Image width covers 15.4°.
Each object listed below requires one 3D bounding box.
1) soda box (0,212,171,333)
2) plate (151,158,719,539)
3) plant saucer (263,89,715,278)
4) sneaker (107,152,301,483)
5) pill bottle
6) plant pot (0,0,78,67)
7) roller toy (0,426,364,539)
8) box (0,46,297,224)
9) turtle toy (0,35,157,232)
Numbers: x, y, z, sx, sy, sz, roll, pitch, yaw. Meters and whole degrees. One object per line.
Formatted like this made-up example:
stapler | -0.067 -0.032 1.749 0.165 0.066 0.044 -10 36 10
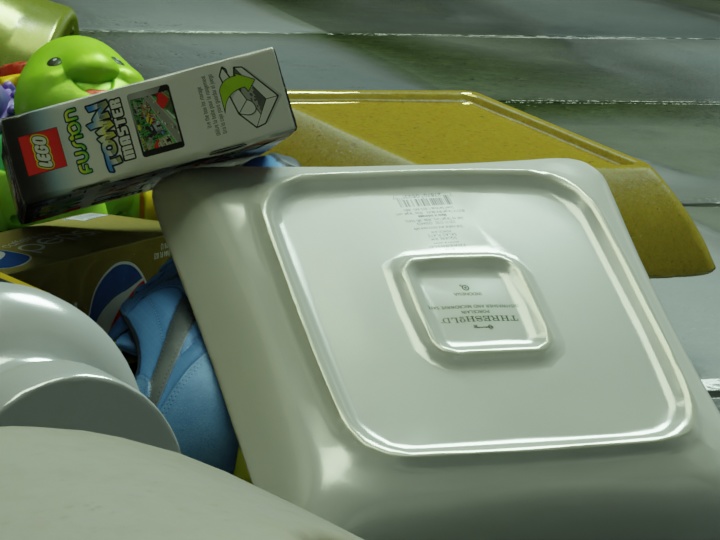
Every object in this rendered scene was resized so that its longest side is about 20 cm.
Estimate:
soda box | -0.148 0.023 1.140 0.064 0.068 0.200 8 12 28
plate | 0.039 0.023 1.003 0.199 0.032 0.200 -3 46 -23
plant saucer | 0.041 -0.046 1.274 0.199 0.049 0.200 -3 19 -38
sneaker | -0.065 0.014 1.048 0.078 0.066 0.200 9 38 -1
pill bottle | -0.140 0.052 0.877 0.112 0.112 0.200 -5 13 -32
plant pot | -0.271 -0.112 1.546 0.192 0.201 0.200 14 12 2
roller toy | -0.038 0.119 0.372 0.199 0.183 0.140 -4 12 -28
box | -0.092 -0.052 1.097 0.110 0.035 0.200 -15 1 -8
turtle toy | -0.164 -0.063 1.400 0.145 0.102 0.200 -2 -5 -23
